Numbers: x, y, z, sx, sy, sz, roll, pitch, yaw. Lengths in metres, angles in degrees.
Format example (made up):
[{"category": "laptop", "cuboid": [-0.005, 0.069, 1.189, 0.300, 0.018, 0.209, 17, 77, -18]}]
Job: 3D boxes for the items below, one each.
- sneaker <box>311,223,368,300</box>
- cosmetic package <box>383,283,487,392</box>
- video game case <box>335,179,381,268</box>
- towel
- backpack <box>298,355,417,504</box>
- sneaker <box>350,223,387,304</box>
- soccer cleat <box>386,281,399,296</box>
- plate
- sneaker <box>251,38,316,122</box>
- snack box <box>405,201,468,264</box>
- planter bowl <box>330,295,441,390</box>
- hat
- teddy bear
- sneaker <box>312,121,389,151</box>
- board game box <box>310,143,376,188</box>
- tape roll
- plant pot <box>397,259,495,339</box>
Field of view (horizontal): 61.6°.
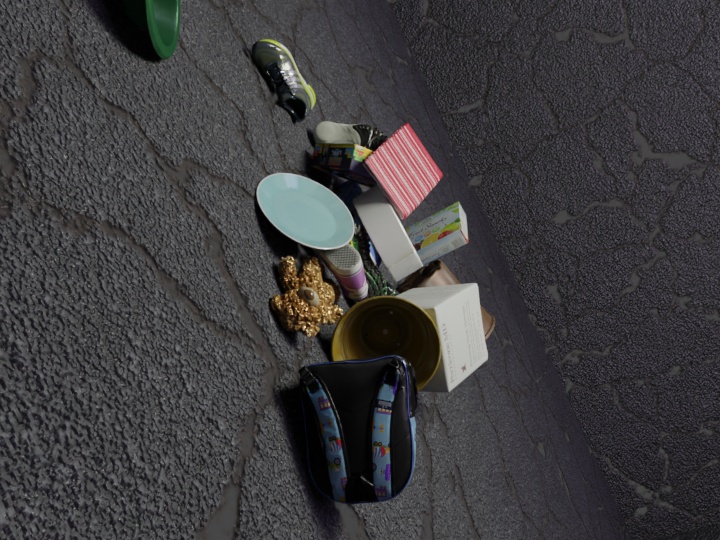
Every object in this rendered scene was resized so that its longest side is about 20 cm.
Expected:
[{"category": "sneaker", "cuboid": [-0.045, -0.018, 1.174, 0.202, 0.071, 0.116, 58, -8, 46]}, {"category": "cosmetic package", "cuboid": [0.140, 0.133, 1.235, 0.198, 0.163, 0.172, -21, 103, -53]}, {"category": "video game case", "cuboid": [-0.004, -0.101, 1.398, 0.184, 0.045, 0.201, 60, 22, -17]}, {"category": "towel", "cuboid": [0.093, -0.212, 1.272, 0.146, 0.022, 0.200, 53, 46, -10]}, {"category": "backpack", "cuboid": [0.004, 0.237, 0.915, 0.135, 0.178, 0.206, 39, 44, -77]}, {"category": "sneaker", "cuboid": [0.000, 0.000, 1.265, 0.085, 0.076, 0.205, -167, -118, -72]}, {"category": "soccer cleat", "cuboid": [0.072, 0.113, 1.334, 0.203, 0.066, 0.081, 62, 29, -14]}, {"category": "plate", "cuboid": [-0.103, -0.105, 1.119, 0.196, 0.026, 0.203, 21, 38, -17]}, {"category": "sneaker", "cuboid": [-0.164, -0.412, 1.316, 0.200, 0.073, 0.082, 46, 32, -37]}, {"category": "snack box", "cuboid": [0.190, -0.087, 1.619, 0.053, 0.197, 0.144, 52, 25, -25]}, {"category": "planter bowl", "cuboid": [0.045, 0.127, 1.103, 0.203, 0.197, 0.084, 58, 11, -15]}, {"category": "hat", "cuboid": [-0.381, -0.434, 0.917, 0.168, 0.171, 0.203, -89, -176, -51]}, {"category": "teddy bear", "cuboid": [-0.083, 0.037, 1.051, 0.148, 0.066, 0.199, 66, 21, 6]}, {"category": "sneaker", "cuboid": [-0.015, -0.297, 1.398, 0.073, 0.195, 0.074, 50, 58, -69]}, {"category": "board game box", "cuboid": [0.013, -0.224, 1.339, 0.197, 0.164, 0.058, 14, 93, -36]}, {"category": "tape roll", "cuboid": [0.060, -0.080, 1.300, 0.206, 0.070, 0.203, 61, 5, -9]}, {"category": "plant pot", "cuboid": [0.193, 0.097, 1.473, 0.200, 0.198, 0.201, 53, 24, -10]}]
